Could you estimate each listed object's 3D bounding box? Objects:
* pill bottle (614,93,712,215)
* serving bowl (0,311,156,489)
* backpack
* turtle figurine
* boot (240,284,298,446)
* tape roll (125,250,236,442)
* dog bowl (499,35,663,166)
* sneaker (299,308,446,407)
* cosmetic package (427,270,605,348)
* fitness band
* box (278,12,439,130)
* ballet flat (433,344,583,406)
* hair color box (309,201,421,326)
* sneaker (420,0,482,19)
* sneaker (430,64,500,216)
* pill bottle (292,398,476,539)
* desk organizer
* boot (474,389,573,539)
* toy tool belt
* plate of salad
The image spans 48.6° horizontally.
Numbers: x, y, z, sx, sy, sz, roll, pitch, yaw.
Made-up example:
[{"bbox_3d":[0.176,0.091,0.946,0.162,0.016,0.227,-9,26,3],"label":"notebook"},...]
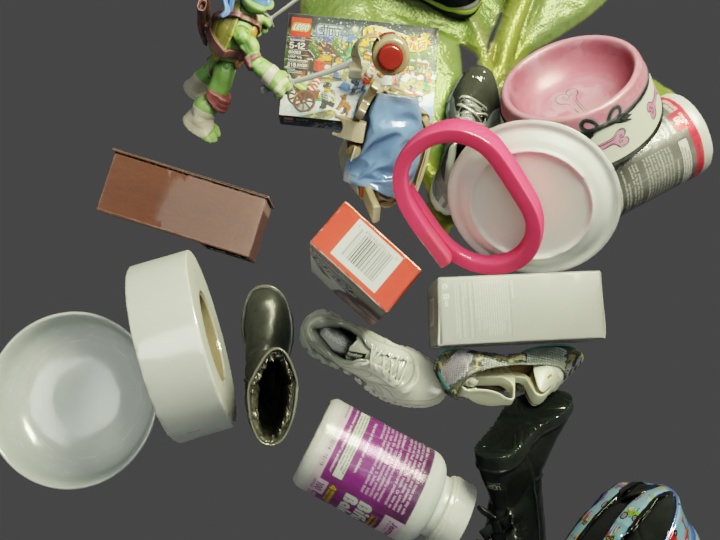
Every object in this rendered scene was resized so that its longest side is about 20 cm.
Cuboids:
[{"bbox_3d":[0.322,-0.129,0.992,0.198,0.111,0.112,-27,84,-6],"label":"pill bottle"},{"bbox_3d":[-0.333,0.153,0.948,0.197,0.066,0.203,0,82,-2],"label":"serving bowl"},{"bbox_3d":[0.302,0.345,0.900,0.134,0.182,0.200,43,71,-5],"label":"backpack"},{"bbox_3d":[-0.123,-0.247,0.963,0.194,0.199,0.145,-42,75,35],"label":"turtle figurine"},{"bbox_3d":[-0.106,0.097,0.897,0.071,0.200,0.185,-4,82,-3],"label":"boot"},{"bbox_3d":[-0.198,0.084,0.896,0.070,0.202,0.205,-15,83,-5],"label":"tape roll"},{"bbox_3d":[0.257,-0.205,0.960,0.197,0.074,0.202,-15,42,14],"label":"dog bowl"},{"bbox_3d":[0.017,0.109,0.963,0.198,0.081,0.076,24,80,0],"label":"sneaker"},{"bbox_3d":[0.184,0.049,0.965,0.197,0.107,0.092,0,82,-1],"label":"cosmetic package"},{"bbox_3d":[0.123,-0.078,0.907,0.143,0.038,0.201,-25,113,31],"label":"fitness band"},{"bbox_3d":[-0.002,-0.251,1.031,0.197,0.038,0.139,5,82,-2],"label":"box"},{"bbox_3d":[0.185,0.131,0.955,0.197,0.072,0.073,1,82,-16],"label":"ballet flat"},{"bbox_3d":[0.000,0.000,0.915,0.111,0.200,0.064,41,83,4],"label":"hair color box"},{"bbox_3d":[0.077,-0.396,1.032,0.197,0.083,0.073,20,81,0],"label":"sneaker"},{"bbox_3d":[0.141,-0.172,0.987,0.074,0.116,0.203,12,82,-1],"label":"sneaker"},{"bbox_3d":[0.030,0.243,0.928,0.198,0.112,0.113,27,82,2],"label":"pill bottle"},{"bbox_3d":[-0.214,-0.077,0.983,0.197,0.072,0.078,17,84,0],"label":"desk organizer"},{"bbox_3d":[0.198,0.251,0.943,0.073,0.197,0.165,3,111,38],"label":"boot"},{"bbox_3d":[0.029,-0.169,0.943,0.123,0.123,0.203,6,116,-2],"label":"toy tool belt"},{"bbox_3d":[0.199,-0.085,0.923,0.198,0.201,0.048,26,40,2],"label":"plate of salad"}]
